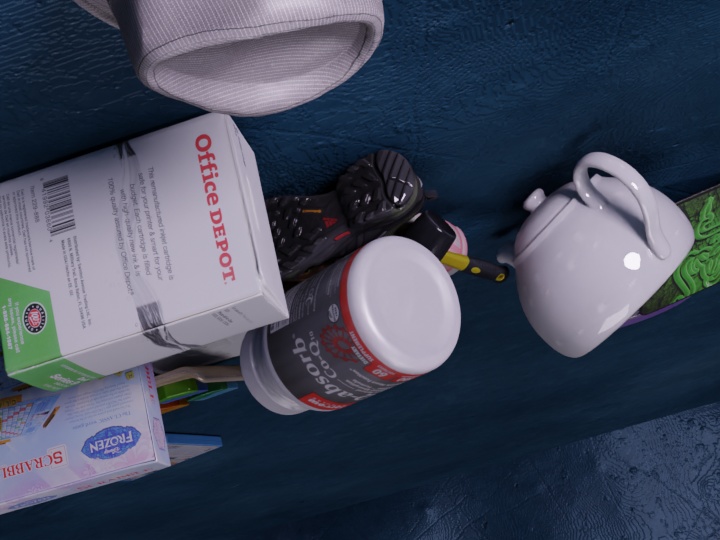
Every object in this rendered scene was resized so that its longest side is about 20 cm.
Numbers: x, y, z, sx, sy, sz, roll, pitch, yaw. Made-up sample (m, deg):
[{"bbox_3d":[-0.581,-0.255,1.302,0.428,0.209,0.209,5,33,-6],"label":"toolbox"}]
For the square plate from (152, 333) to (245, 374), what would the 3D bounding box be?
[{"bbox_3d":[-0.174,0.071,1.287,0.197,0.029,0.198,-16,161,5],"label":"square plate"}]

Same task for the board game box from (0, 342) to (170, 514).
[{"bbox_3d":[-0.277,0.095,1.001,0.197,0.203,0.041,-15,163,6],"label":"board game box"}]

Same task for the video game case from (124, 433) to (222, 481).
[{"bbox_3d":[-0.337,0.298,1.846,0.198,0.018,0.143,-24,160,25],"label":"video game case"}]

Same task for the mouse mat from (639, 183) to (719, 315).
[{"bbox_3d":[0.391,-0.031,1.327,0.159,0.008,0.201,-23,145,-6],"label":"mouse mat"}]

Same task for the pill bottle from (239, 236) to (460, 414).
[{"bbox_3d":[-0.015,0.056,1.012,0.115,0.118,0.199,0,161,-38],"label":"pill bottle"}]

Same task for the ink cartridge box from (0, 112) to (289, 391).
[{"bbox_3d":[-0.165,-0.011,0.860,0.197,0.148,0.084,-16,161,7],"label":"ink cartridge box"}]

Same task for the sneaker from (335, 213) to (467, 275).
[{"bbox_3d":[0.000,0.000,1.141,0.198,0.076,0.104,-27,159,21],"label":"sneaker"}]

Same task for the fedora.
[{"bbox_3d":[-0.065,-0.144,0.635,0.197,0.092,0.177,-5,159,-27],"label":"fedora"}]

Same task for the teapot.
[{"bbox_3d":[0.219,-0.024,1.143,0.200,0.146,0.197,-46,177,22],"label":"teapot"}]

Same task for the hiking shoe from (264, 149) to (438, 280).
[{"bbox_3d":[-0.027,-0.030,1.025,0.198,0.077,0.100,-22,157,19],"label":"hiking shoe"}]

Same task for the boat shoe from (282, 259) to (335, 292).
[{"bbox_3d":[-0.117,0.012,1.092,0.197,0.069,0.072,-17,162,7],"label":"boat shoe"}]

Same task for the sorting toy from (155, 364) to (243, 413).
[{"bbox_3d":[-0.232,0.147,1.388,0.197,0.037,0.185,-15,172,19],"label":"sorting toy"}]

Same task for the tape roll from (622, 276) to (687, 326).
[{"bbox_3d":[0.317,0.020,1.457,0.197,0.067,0.200,-12,162,-4],"label":"tape roll"}]

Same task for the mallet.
[{"bbox_3d":[0.086,-0.001,1.099,0.066,0.041,0.199,-46,152,9],"label":"mallet"}]
